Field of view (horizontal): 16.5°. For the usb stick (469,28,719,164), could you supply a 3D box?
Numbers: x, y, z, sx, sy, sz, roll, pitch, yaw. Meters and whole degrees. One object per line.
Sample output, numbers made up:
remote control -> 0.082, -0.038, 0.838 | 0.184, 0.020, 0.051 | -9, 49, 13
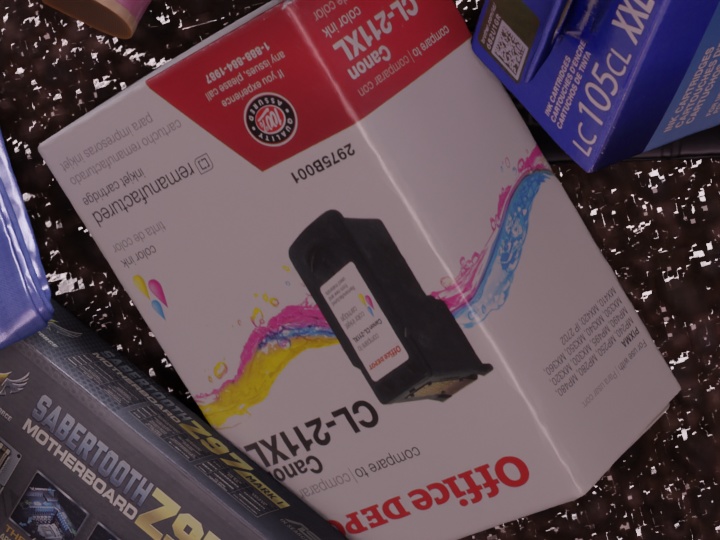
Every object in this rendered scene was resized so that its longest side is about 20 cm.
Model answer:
usb stick -> 0.076, -0.067, 0.953 | 0.199, 0.033, 0.056 | -3, 107, 0

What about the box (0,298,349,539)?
box -> -0.106, 0.121, 0.925 | 0.200, 0.051, 0.158 | 36, 108, 18

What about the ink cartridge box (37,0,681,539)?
ink cartridge box -> 0.000, 0.000, 0.903 | 0.146, 0.083, 0.200 | -25, 100, 41

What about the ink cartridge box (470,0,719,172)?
ink cartridge box -> 0.124, -0.119, 0.846 | 0.200, 0.137, 0.076 | -19, 56, -33

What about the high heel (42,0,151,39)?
high heel -> -0.144, -0.173, 0.927 | 0.200, 0.067, 0.096 | 28, 74, 6

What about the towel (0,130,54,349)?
towel -> -0.216, 0.010, 0.924 | 0.200, 0.024, 0.145 | -27, 54, 4
